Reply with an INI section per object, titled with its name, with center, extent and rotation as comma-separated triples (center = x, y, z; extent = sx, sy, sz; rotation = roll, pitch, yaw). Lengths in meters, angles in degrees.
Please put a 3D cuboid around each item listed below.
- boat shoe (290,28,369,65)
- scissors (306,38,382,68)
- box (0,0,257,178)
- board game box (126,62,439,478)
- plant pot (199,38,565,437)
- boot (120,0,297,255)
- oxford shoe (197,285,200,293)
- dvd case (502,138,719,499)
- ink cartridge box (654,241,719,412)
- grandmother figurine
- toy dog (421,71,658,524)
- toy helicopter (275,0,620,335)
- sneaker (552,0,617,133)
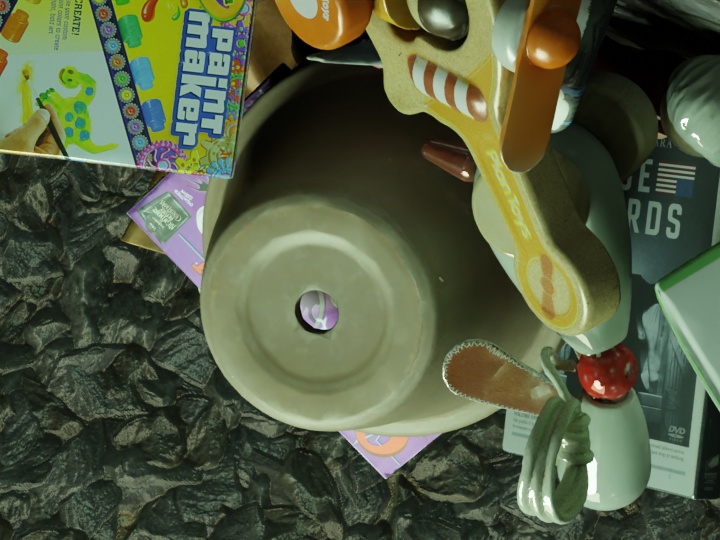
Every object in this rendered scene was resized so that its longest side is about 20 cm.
[boat shoe]
center = -0.019, -0.141, 1.531
extent = 0.075, 0.075, 0.202
rotation = 24, 180, -21
[scissors]
center = 0.007, -0.098, 1.263
extent = 0.073, 0.014, 0.200
rotation = 47, -161, 24
[box]
center = -0.150, -0.130, 1.389
extent = 0.192, 0.122, 0.200
rotation = 7, -168, -6
[board game box]
center = -0.013, 0.002, 1.503
extent = 0.200, 0.120, 0.032
rotation = 45, -148, -6
[plant pot]
center = 0.000, 0.000, 1.373
extent = 0.200, 0.201, 0.175
rotation = 24, -160, 9
[boot]
center = -0.098, -0.108, 1.703
extent = 0.188, 0.200, 0.068
rotation = 24, 180, -31
[oxford shoe]
center = -0.003, -0.037, 1.545
extent = 0.200, 0.058, 0.075
rotation = -19, -179, 16
[dvd case]
center = 0.138, 0.006, 1.466
extent = 0.025, 0.201, 0.150
rotation = 3, -176, -37
[ink cartridge box]
center = 0.212, 0.008, 1.289
extent = 0.084, 0.146, 0.200
rotation = 59, -177, 5
[grandmother figurine]
center = 0.142, -0.080, 1.345
extent = 0.121, 0.061, 0.200
rotation = 15, -175, -14
[toy dog]
center = 0.075, 0.009, 1.283
extent = 0.096, 0.201, 0.132
rotation = 8, -171, 31
[toy helicopter]
center = 0.057, -0.068, 1.121
extent = 0.132, 0.079, 0.200
rotation = -9, 108, 57
[sneaker]
center = 0.054, -0.108, 1.225
extent = 0.077, 0.076, 0.200
rotation = 21, 180, -15
